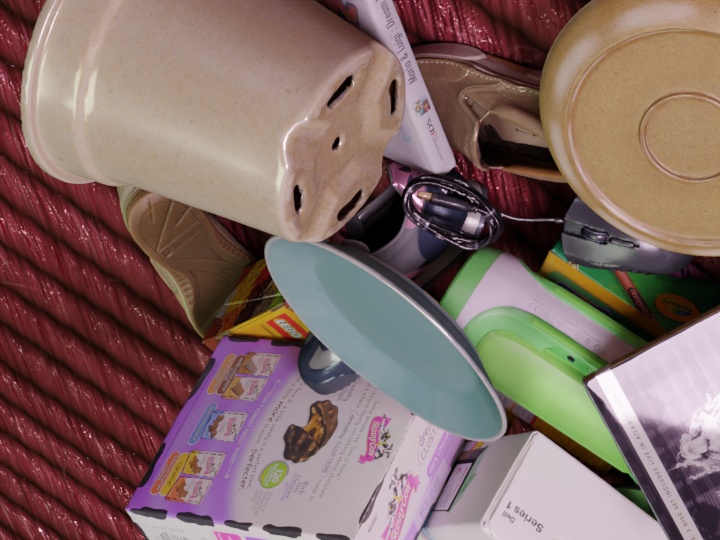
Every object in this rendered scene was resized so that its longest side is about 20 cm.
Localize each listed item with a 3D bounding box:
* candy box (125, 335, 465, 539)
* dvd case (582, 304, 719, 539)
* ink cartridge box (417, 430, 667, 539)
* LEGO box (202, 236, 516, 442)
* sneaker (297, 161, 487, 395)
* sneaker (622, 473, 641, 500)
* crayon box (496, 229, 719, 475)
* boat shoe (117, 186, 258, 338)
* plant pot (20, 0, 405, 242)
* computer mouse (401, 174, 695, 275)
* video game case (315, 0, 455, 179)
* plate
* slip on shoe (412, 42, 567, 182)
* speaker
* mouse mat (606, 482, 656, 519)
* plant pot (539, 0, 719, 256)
[{"bbox_3d":[-0.041,0.137,1.774,0.199,0.168,0.072,4,140,34],"label":"candy box"},{"bbox_3d":[0.261,0.086,1.577,0.149,0.199,0.016,60,-173,-12],"label":"dvd case"},{"bbox_3d":[0.116,0.192,1.770,0.145,0.084,0.200,37,161,-14],"label":"ink cartridge box"},{"bbox_3d":[0.003,0.069,1.877,0.200,0.077,0.149,41,146,-17],"label":"LEGO box"},{"bbox_3d":[0.000,0.000,1.715,0.082,0.070,0.200,22,119,-31],"label":"sneaker"},{"bbox_3d":[0.261,0.118,1.729,0.082,0.078,0.200,25,151,-12],"label":"sneaker"},{"bbox_3d":[0.165,0.050,1.734,0.118,0.058,0.200,34,147,6],"label":"crayon box"},{"bbox_3d":[-0.125,-0.011,1.944,0.200,0.071,0.065,57,178,-41],"label":"boat shoe"},{"bbox_3d":[-0.081,-0.112,1.565,0.183,0.201,0.201,27,147,25],"label":"plant pot"},{"bbox_3d":[0.125,-0.030,1.619,0.199,0.034,0.059,6,111,-2],"label":"computer mouse"},{"bbox_3d":[-0.032,-0.161,1.649,0.200,0.024,0.183,27,149,46],"label":"video game case"},{"bbox_3d":[0.021,0.038,1.629,0.200,0.026,0.200,36,162,13],"label":"plate"},{"bbox_3d":[0.084,-0.096,1.630,0.199,0.061,0.076,15,141,32],"label":"slip on shoe"},{"bbox_3d":[0.144,0.066,1.644,0.199,0.089,0.089,33,147,8],"label":"speaker"},{"bbox_3d":[0.260,0.200,1.799,0.160,0.008,0.200,6,153,20],"label":"mouse mat"},{"bbox_3d":[0.202,-0.086,1.503,0.199,0.028,0.201,10,128,13],"label":"plant pot"}]
